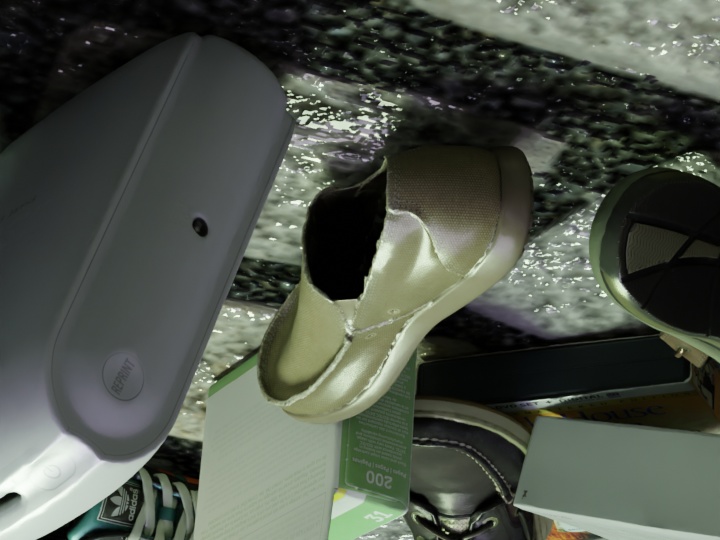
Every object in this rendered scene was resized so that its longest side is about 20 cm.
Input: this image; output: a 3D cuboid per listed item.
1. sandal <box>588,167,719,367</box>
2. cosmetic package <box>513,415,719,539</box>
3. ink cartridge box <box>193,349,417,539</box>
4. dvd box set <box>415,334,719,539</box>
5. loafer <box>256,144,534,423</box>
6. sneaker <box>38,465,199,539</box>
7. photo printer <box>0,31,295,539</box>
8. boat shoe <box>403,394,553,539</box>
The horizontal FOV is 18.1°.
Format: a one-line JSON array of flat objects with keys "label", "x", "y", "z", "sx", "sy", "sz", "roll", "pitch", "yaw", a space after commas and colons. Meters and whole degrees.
[{"label": "sandal", "x": 0.154, "y": 0.007, "z": 0.975, "sx": 0.057, "sy": 0.080, "sz": 0.201, "roll": 16, "pitch": 166, "yaw": 45}, {"label": "cosmetic package", "x": 0.168, "y": 0.105, "z": 1.036, "sx": 0.082, "sy": 0.051, "sz": 0.199, "roll": 21, "pitch": 169, "yaw": -35}, {"label": "ink cartridge box", "x": -0.033, "y": 0.127, "z": 1.073, "sx": 0.048, "sy": 0.201, "sz": 0.145, "roll": 18, "pitch": 150, "yaw": -26}, {"label": "dvd box set", "x": 0.131, "y": 0.091, "z": 1.173, "sx": 0.145, "sy": 0.030, "sz": 0.200, "roll": -7, "pitch": 152, "yaw": 22}, {"label": "loafer", "x": 0.000, "y": 0.000, "z": 0.968, "sx": 0.067, "sy": 0.076, "sz": 0.200, "roll": 18, "pitch": 142, "yaw": -22}, {"label": "sneaker", "x": -0.123, "y": 0.142, "z": 1.258, "sx": 0.199, "sy": 0.072, "sz": 0.080, "roll": 5, "pitch": 158, "yaw": 0}, {"label": "photo printer", "x": -0.117, "y": 0.019, "z": 0.866, "sx": 0.069, "sy": 0.201, "sz": 0.166, "roll": 39, "pitch": 140, "yaw": -23}, {"label": "boat shoe", "x": 0.057, "y": 0.122, "z": 1.138, "sx": 0.073, "sy": 0.065, "sz": 0.200, "roll": 3, "pitch": 155, "yaw": 21}]
